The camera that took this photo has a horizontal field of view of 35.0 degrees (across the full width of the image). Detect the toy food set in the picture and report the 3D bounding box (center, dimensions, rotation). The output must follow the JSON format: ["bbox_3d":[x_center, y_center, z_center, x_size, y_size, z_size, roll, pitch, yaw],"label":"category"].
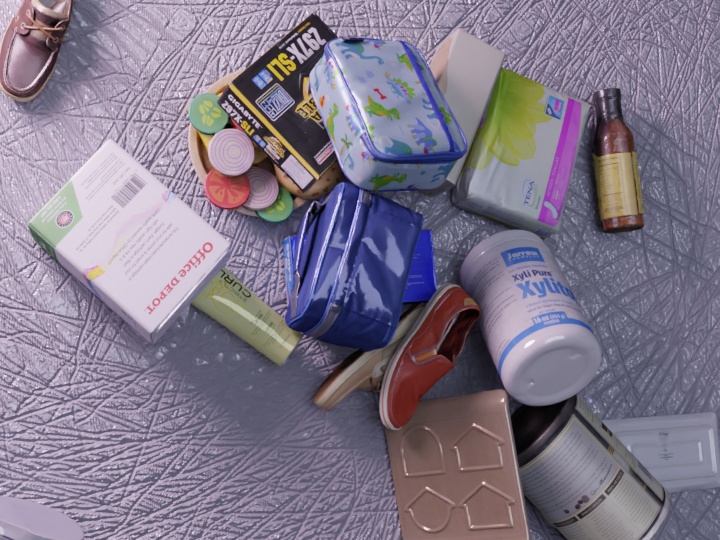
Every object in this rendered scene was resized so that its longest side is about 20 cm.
[{"bbox_3d":[-0.128,-0.163,1.477,0.196,0.049,0.202,-28,92,-19],"label":"toy food set"}]

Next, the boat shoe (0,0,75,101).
[{"bbox_3d":[-0.390,-0.307,1.399,0.071,0.072,0.202,24,76,-13],"label":"boat shoe"}]

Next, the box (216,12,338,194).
[{"bbox_3d":[-0.066,-0.217,1.458,0.160,0.049,0.200,45,50,-4],"label":"box"}]

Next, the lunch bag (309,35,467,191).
[{"bbox_3d":[0.035,-0.197,1.414,0.159,0.083,0.202,-2,57,-32],"label":"lunch bag"}]

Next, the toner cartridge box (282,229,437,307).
[{"bbox_3d":[0.000,0.000,1.499,0.197,0.043,0.097,-3,82,-18],"label":"toner cartridge box"}]

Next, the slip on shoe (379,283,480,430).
[{"bbox_3d":[0.087,0.113,1.447,0.074,0.061,0.202,34,85,-49],"label":"slip on shoe"}]

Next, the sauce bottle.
[{"bbox_3d":[0.363,-0.157,1.627,0.065,0.066,0.203,-2,82,-18],"label":"sauce bottle"}]

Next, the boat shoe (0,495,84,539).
[{"bbox_3d":[-0.422,0.306,1.317,0.197,0.071,0.071,16,105,-19],"label":"boat shoe"}]

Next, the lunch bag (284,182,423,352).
[{"bbox_3d":[-0.016,-0.012,1.400,0.131,0.136,0.203,19,74,-15],"label":"lunch bag"}]

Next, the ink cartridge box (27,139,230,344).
[{"bbox_3d":[-0.275,-0.032,1.377,0.199,0.084,0.145,41,73,2],"label":"ink cartridge box"}]

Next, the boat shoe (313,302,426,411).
[{"bbox_3d":[0.027,0.123,1.476,0.199,0.071,0.065,-38,94,-20],"label":"boat shoe"}]

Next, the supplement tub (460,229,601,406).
[{"bbox_3d":[0.215,0.060,1.465,0.130,0.133,0.201,-2,44,-18],"label":"supplement tub"}]

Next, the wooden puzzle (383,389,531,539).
[{"bbox_3d":[0.125,0.262,1.455,0.046,0.183,0.203,4,76,-56],"label":"wooden puzzle"}]

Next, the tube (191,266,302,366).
[{"bbox_3d":[-0.165,0.041,1.440,0.199,0.052,0.058,39,29,-3],"label":"tube"}]

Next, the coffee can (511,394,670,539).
[{"bbox_3d":[0.286,0.269,1.500,0.200,0.146,0.147,46,72,-7],"label":"coffee can"}]

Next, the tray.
[{"bbox_3d":[0.428,0.260,1.613,0.197,0.022,0.109,-2,82,-18],"label":"tray"}]

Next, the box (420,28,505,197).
[{"bbox_3d":[0.115,-0.210,1.539,0.077,0.095,0.202,25,74,-12],"label":"box"}]

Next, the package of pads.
[{"bbox_3d":[0.218,-0.162,1.578,0.153,0.068,0.203,19,77,-15],"label":"package of pads"}]
